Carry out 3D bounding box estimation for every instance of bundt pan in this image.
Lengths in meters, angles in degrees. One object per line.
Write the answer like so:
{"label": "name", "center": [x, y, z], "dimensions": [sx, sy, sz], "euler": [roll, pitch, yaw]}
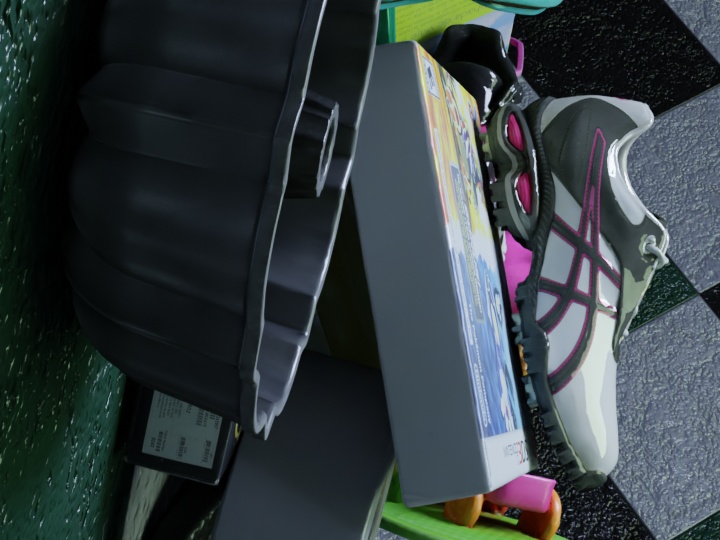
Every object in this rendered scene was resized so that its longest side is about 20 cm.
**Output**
{"label": "bundt pan", "center": [-0.046, -0.049, 0.615], "dimensions": [0.202, 0.076, 0.202], "euler": [13, 90, -86]}

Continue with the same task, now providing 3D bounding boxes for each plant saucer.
{"label": "plant saucer", "center": [0.000, 0.000, 0.994], "dimensions": [0.200, 0.031, 0.201], "euler": [165, -90, -79]}

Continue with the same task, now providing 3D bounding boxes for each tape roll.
{"label": "tape roll", "center": [-0.031, 0.140, 0.865], "dimensions": [0.200, 0.066, 0.201], "euler": [16, 90, -86]}

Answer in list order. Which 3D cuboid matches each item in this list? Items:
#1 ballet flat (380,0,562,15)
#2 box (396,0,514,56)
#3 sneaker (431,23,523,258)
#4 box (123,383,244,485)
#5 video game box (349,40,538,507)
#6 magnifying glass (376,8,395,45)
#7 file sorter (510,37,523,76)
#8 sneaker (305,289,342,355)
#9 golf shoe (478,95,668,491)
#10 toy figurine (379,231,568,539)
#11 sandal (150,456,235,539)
{"label": "ballet flat", "center": [0.042, -0.149, 0.786], "dimensions": [0.200, 0.067, 0.071], "euler": [-12, 136, -51]}
{"label": "box", "center": [0.034, -0.153, 1.087], "dimensions": [0.048, 0.122, 0.200], "euler": [59, -17, 24]}
{"label": "sneaker", "center": [0.052, -0.071, 1.028], "dimensions": [0.200, 0.074, 0.088], "euler": [-75, 168, -48]}
{"label": "box", "center": [-0.051, -0.024, 0.812], "dimensions": [0.161, 0.049, 0.201], "euler": [-71, 173, -78]}
{"label": "video game box", "center": [0.040, 0.005, 0.860], "dimensions": [0.182, 0.047, 0.201], "euler": [16, 64, -80]}
{"label": "magnifying glass", "center": [0.007, -0.162, 0.903], "dimensions": [0.200, 0.022, 0.080], "euler": [-84, 171, -60]}
{"label": "file sorter", "center": [0.051, -0.157, 1.248], "dimensions": [0.139, 0.125, 0.201], "euler": [-67, 168, -70]}
{"label": "sneaker", "center": [-0.039, 0.104, 1.157], "dimensions": [0.200, 0.083, 0.121], "euler": [97, -3, -60]}
{"label": "golf shoe", "center": [0.116, 0.009, 0.910], "dimensions": [0.077, 0.088, 0.201], "euler": [-3, 84, -82]}
{"label": "toy figurine", "center": [0.077, 0.064, 1.074], "dimensions": [0.200, 0.150, 0.185], "euler": [16, -88, 65]}
{"label": "sandal", "center": [-0.076, 0.112, 0.963], "dimensions": [0.200, 0.048, 0.076], "euler": [-41, 147, -61]}
